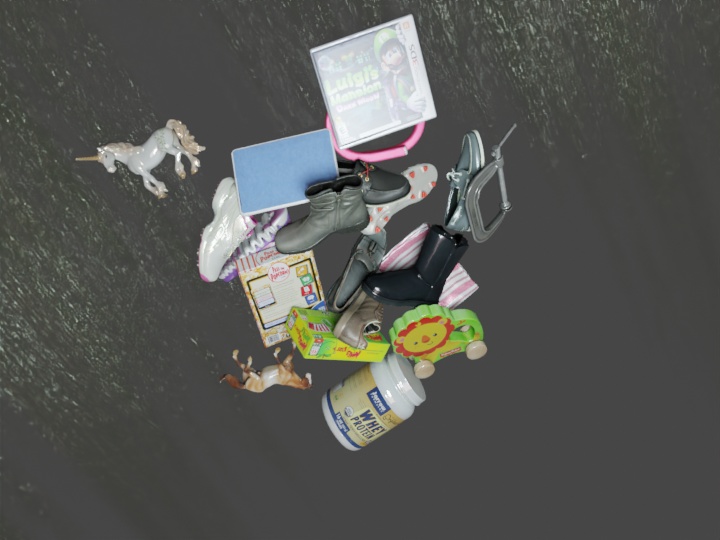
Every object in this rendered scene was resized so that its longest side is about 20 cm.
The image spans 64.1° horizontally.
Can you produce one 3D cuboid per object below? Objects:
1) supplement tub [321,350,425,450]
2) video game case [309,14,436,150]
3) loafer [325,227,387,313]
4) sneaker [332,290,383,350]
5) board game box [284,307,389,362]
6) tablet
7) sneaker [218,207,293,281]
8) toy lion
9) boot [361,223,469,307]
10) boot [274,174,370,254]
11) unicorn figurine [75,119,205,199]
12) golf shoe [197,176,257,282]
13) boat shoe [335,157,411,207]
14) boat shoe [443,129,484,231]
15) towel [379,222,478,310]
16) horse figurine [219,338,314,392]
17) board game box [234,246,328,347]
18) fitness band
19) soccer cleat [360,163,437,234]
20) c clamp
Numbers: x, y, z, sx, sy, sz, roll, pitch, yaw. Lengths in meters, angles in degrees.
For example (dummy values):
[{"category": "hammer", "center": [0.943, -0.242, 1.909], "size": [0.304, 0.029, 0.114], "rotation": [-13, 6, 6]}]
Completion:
[{"category": "supplement tub", "center": [0.029, 0.278, 1.246], "size": [0.198, 0.145, 0.145], "rotation": [-35, 110, 12]}, {"category": "video game case", "center": [0.026, -0.341, 1.053], "size": [0.195, 0.023, 0.186], "rotation": [-18, 108, 1]}, {"category": "loafer", "center": [0.000, 0.000, 1.160], "size": [0.071, 0.063, 0.203], "rotation": [32, 86, -10]}, {"category": "sneaker", "center": [0.014, 0.091, 1.155], "size": [0.075, 0.200, 0.071], "rotation": [35, 129, 6]}, {"category": "board game box", "center": [-0.045, 0.132, 1.169], "size": [0.196, 0.102, 0.048], "rotation": [10, 117, -39]}, {"category": "tablet", "center": [-0.139, -0.183, 1.072], "size": [0.194, 0.014, 0.134], "rotation": [-12, 80, 2]}, {"category": "sneaker", "center": [-0.199, -0.038, 1.151], "size": [0.199, 0.081, 0.088], "rotation": [-39, 126, 12]}, {"category": "toy lion", "center": [0.161, 0.135, 1.214], "size": [0.195, 0.070, 0.194], "rotation": [-19, 137, 0]}, {"category": "boot", "center": [0.110, -0.015, 1.140], "size": [0.196, 0.077, 0.171], "rotation": [10, 114, -32]}, {"category": "boot", "center": [-0.081, -0.108, 1.041], "size": [0.195, 0.069, 0.131], "rotation": [-19, 149, 3]}, {"category": "unicorn figurine", "center": [-0.396, -0.207, 1.074], "size": [0.199, 0.074, 0.139], "rotation": [-38, 101, -6]}, {"category": "golf shoe", "center": [-0.250, -0.072, 1.096], "size": [0.089, 0.075, 0.206], "rotation": [16, 91, 11]}, {"category": "boat shoe", "center": [-0.001, -0.170, 1.088], "size": [0.196, 0.075, 0.064], "rotation": [9, 147, 14]}, {"category": "boat shoe", "center": [0.202, -0.174, 1.141], "size": [0.060, 0.073, 0.205], "rotation": [-3, 116, -9]}, {"category": "towel", "center": [0.144, 0.015, 1.227], "size": [0.146, 0.030, 0.201], "rotation": [-39, 109, 9]}, {"category": "horse figurine", "center": [-0.204, 0.220, 1.249], "size": [0.194, 0.050, 0.135], "rotation": [-12, 128, -10]}, {"category": "board game box", "center": [-0.151, 0.046, 1.155], "size": [0.148, 0.047, 0.204], "rotation": [-19, 129, -11]}, {"category": "fitness band", "center": [0.029, -0.285, 1.100], "size": [0.194, 0.038, 0.148], "rotation": [-11, 111, -3]}, {"category": "soccer cleat", "center": [0.068, -0.147, 1.143], "size": [0.199, 0.077, 0.070], "rotation": [-40, 113, -12]}, {"category": "c clamp", "center": [0.265, -0.155, 1.132], "size": [0.171, 0.027, 0.202], "rotation": [-44, 141, -21]}]
